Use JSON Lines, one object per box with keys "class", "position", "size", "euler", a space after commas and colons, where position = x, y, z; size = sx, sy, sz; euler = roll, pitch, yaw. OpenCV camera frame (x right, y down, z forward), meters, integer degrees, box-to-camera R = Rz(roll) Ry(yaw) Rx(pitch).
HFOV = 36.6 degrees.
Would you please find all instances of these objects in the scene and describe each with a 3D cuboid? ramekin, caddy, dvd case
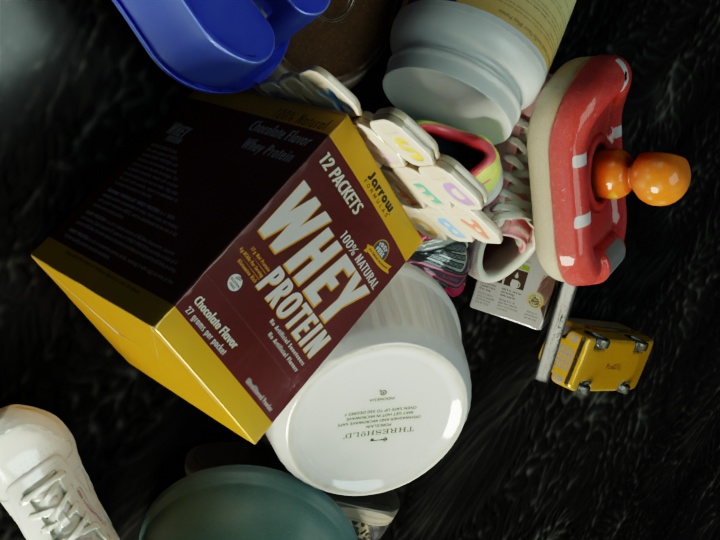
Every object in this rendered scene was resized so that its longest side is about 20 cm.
{"class": "ramekin", "position": [0.003, 0.097, 0.912], "size": [0.199, 0.095, 0.205], "euler": [-9, 124, -13]}
{"class": "caddy", "position": [-0.116, -0.229, 0.797], "size": [0.141, 0.104, 0.201], "euler": [-44, 111, -27]}
{"class": "dvd case", "position": [0.223, 0.004, 1.141], "size": [0.201, 0.017, 0.144], "euler": [-58, 161, -53]}

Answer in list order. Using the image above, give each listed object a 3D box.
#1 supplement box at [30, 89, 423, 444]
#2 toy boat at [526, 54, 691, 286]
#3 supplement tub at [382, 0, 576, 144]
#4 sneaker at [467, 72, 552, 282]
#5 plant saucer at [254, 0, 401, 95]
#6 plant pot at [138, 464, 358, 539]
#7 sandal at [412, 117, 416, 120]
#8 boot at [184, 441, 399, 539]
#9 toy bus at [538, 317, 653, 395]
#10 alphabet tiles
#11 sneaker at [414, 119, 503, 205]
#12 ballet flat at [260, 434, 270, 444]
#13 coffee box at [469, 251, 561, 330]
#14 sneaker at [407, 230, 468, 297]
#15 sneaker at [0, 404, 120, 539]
{"class": "supplement box", "position": [-0.101, -0.016, 0.824], "size": [0.200, 0.196, 0.133], "euler": [-49, 130, -18]}
{"class": "toy boat", "position": [0.224, -0.087, 0.955], "size": [0.130, 0.129, 0.203], "euler": [-36, 123, -52]}
{"class": "supplement tub", "position": [0.110, -0.228, 0.956], "size": [0.144, 0.143, 0.202], "euler": [37, 69, -42]}
{"class": "sneaker", "position": [0.144, -0.080, 1.006], "size": [0.075, 0.105, 0.202], "euler": [20, 106, -28]}
{"class": "plant saucer", "position": [-0.032, -0.238, 0.921], "size": [0.198, 0.034, 0.204], "euler": [-17, 116, -38]}
{"class": "plant pot", "position": [-0.100, 0.283, 0.905], "size": [0.197, 0.135, 0.203], "euler": [1, 119, 2]}
{"class": "sandal", "position": [0.048, -0.049, 1.024], "size": [0.079, 0.087, 0.204], "euler": [-8, 108, -37]}
{"class": "boot", "position": [-0.077, 0.244, 0.999], "size": [0.197, 0.073, 0.152], "euler": [13, 114, -13]}
{"class": "toy bus", "position": [0.270, 0.096, 1.253], "size": [0.199, 0.078, 0.066], "euler": [7, 107, -52]}
{"class": "alphabet tiles", "position": [0.013, -0.080, 0.818], "size": [0.195, 0.199, 0.015], "euler": [40, 76, -23]}
{"class": "sneaker", "position": [0.028, -0.099, 0.934], "size": [0.196, 0.090, 0.080], "euler": [0, 80, 0]}
{"class": "ballet flat", "position": [-0.051, 0.062, 0.989], "size": [0.067, 0.068, 0.202], "euler": [28, 84, -37]}
{"class": "coffee box", "position": [0.183, -0.051, 1.116], "size": [0.113, 0.079, 0.203], "euler": [-10, 116, -75]}
{"class": "sneaker", "position": [0.000, 0.000, 0.947], "size": [0.197, 0.081, 0.076], "euler": [-9, 99, -5]}
{"class": "sneaker", "position": [-0.228, 0.188, 0.851], "size": [0.075, 0.099, 0.202], "euler": [-37, 125, -23]}
